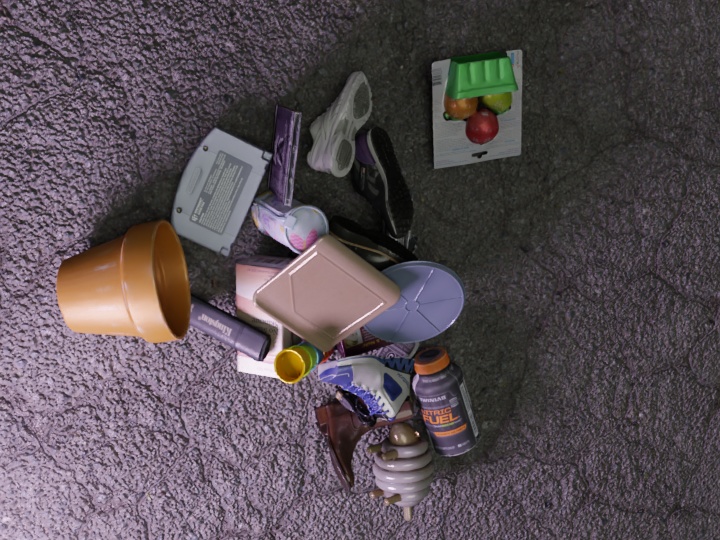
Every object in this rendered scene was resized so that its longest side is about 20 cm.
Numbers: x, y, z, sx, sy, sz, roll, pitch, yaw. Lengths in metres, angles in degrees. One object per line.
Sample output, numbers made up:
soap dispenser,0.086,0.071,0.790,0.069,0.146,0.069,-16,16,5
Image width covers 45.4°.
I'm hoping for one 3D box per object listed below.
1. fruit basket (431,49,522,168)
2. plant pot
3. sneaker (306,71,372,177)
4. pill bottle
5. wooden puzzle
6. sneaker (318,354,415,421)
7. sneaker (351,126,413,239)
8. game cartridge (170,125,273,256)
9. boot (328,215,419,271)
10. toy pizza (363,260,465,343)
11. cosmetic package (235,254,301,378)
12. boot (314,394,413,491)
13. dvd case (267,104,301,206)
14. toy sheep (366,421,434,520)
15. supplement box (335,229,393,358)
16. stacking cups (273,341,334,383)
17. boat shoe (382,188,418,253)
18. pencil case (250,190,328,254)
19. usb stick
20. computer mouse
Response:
fruit basket,0.217,-0.301,1.609,0.182,0.094,0.203,-11,122,-12
plant pot,-0.403,0.029,1.456,0.179,0.201,0.204,-8,107,4
sneaker,-0.047,-0.267,1.535,0.078,0.098,0.203,41,65,-52
pill bottle,0.164,0.256,1.710,0.105,0.106,0.203,-22,108,-9
wooden puzzle,-0.058,0.039,1.469,0.184,0.038,0.199,35,124,-26
sneaker,0.024,0.215,1.560,0.197,0.080,0.118,6,74,-36
sneaker,0.032,-0.150,1.569,0.075,0.087,0.204,-10,83,-52
game cartridge,-0.252,-0.142,1.518,0.131,0.042,0.203,25,99,-7
boot,0.000,0.000,1.520,0.198,0.078,0.140,25,110,-23
toy pizza,0.089,0.053,1.531,0.196,0.032,0.203,-5,133,-5
cosmetic package,-0.165,0.081,1.563,0.101,0.087,0.204,5,105,20
boot,0.028,0.307,1.658,0.196,0.189,0.065,-17,148,-11
dvd case,-0.130,-0.200,1.462,0.016,0.200,0.152,4,103,-16
toy sheep,0.084,0.398,1.710,0.135,0.138,0.204,-5,101,-14
supplement box,-0.004,0.043,1.610,0.129,0.103,0.204,-16,106,-12
stacking cups,-0.091,0.157,1.559,0.059,0.200,0.062,1,93,18
boat shoe,0.078,-0.054,1.631,0.066,0.072,0.204,-4,98,-13
pencil case,-0.125,-0.087,1.495,0.091,0.199,0.084,41,84,-28
usb stick,-0.245,0.100,1.536,0.197,0.033,0.056,26,109,18
computer mouse,0.046,0.204,1.671,0.200,0.109,0.044,-46,139,-16
